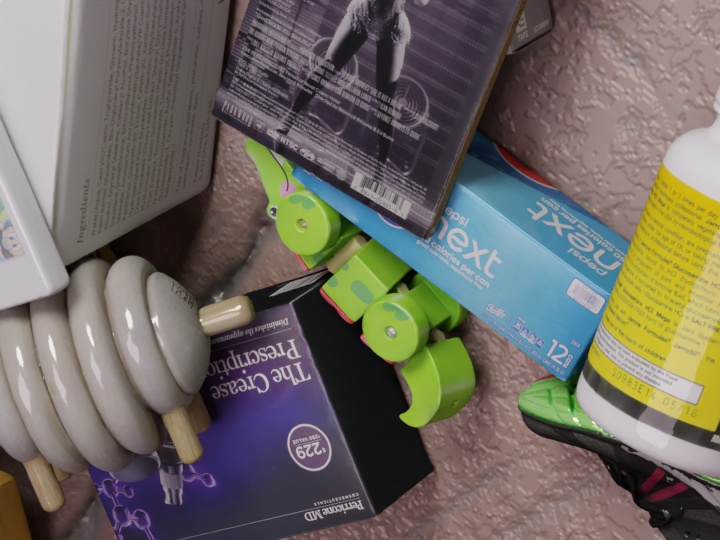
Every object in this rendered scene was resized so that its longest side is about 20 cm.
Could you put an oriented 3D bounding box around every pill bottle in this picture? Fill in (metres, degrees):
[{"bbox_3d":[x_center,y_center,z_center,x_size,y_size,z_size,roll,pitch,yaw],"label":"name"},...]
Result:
[{"bbox_3d":[0.196,-0.002,1.329,0.112,0.112,0.201,26,107,21],"label":"pill bottle"}]

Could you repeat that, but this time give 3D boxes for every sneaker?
[{"bbox_3d":[0.172,0.117,1.423,0.200,0.077,0.084,25,116,22],"label":"sneaker"}]

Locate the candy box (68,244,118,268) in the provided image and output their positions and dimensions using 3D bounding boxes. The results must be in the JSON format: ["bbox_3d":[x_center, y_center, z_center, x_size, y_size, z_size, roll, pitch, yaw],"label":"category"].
[{"bbox_3d":[-0.258,0.040,1.630,0.200,0.117,0.057,-32,91,35],"label":"candy box"}]

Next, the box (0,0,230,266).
[{"bbox_3d":[-0.202,-0.137,1.493,0.198,0.171,0.201,20,118,24],"label":"box"}]

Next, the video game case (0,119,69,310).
[{"bbox_3d":[-0.272,-0.061,1.447,0.182,0.024,0.201,-16,102,37],"label":"video game case"}]

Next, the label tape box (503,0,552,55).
[{"bbox_3d":[0.014,-0.214,1.399,0.144,0.063,0.201,-4,107,32],"label":"label tape box"}]

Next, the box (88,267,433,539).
[{"bbox_3d":[-0.075,0.093,1.565,0.199,0.079,0.142,-17,101,35],"label":"box"}]

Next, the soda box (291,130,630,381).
[{"bbox_3d":[0.064,-0.029,1.436,0.200,0.068,0.064,38,122,14],"label":"soda box"}]

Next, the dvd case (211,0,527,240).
[{"bbox_3d":[0.010,-0.136,1.380,0.148,0.016,0.201,31,120,17],"label":"dvd case"}]

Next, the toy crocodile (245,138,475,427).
[{"bbox_3d":[0.000,0.000,1.487,0.200,0.067,0.062,52,126,4],"label":"toy crocodile"}]

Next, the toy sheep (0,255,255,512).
[{"bbox_3d":[-0.153,0.057,1.480,0.199,0.138,0.138,-21,98,4],"label":"toy sheep"}]

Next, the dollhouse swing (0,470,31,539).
[{"bbox_3d":[-0.347,0.192,1.673,0.199,0.176,0.182,19,140,23],"label":"dollhouse swing"}]
